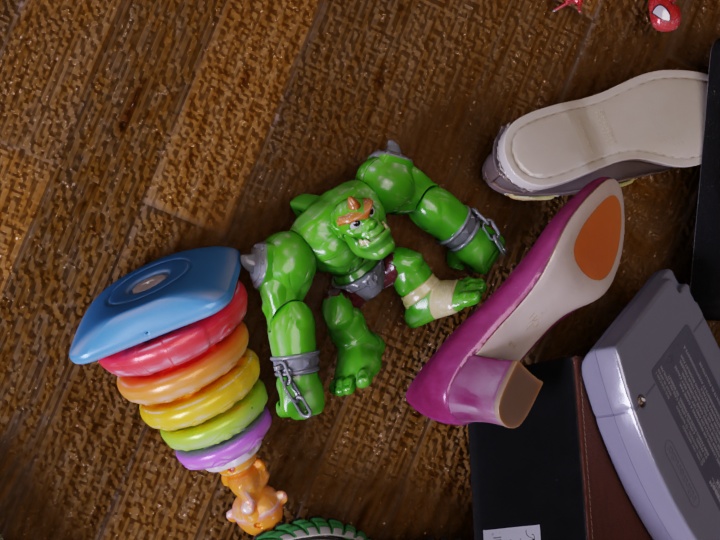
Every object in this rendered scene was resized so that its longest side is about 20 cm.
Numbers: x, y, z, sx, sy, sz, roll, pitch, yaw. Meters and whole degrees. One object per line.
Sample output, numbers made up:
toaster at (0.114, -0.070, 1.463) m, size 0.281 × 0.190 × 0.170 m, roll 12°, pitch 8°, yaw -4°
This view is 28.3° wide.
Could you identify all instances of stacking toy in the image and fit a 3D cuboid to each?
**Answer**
stacking toy at (-0.100, 0.093, 0.959) m, size 0.116 × 0.110 × 0.200 m, roll -22°, pitch 108°, yaw 7°

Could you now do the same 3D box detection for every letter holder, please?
letter holder at (0.160, 0.172, 0.984) m, size 0.142 × 0.100 × 0.201 m, roll 12°, pitch 69°, yaw -41°

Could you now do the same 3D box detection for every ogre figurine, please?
ogre figurine at (0.000, 0.000, 0.968) m, size 0.200 × 0.098 × 0.120 m, roll -34°, pitch 105°, yaw -3°

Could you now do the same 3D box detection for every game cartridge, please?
game cartridge at (0.220, 0.115, 0.968) m, size 0.133 × 0.040 × 0.200 m, roll -42°, pitch 108°, yaw -49°

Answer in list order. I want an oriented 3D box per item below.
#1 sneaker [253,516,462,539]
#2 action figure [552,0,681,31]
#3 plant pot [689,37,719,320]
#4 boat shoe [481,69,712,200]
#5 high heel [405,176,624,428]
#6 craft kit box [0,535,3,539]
sneaker at (0.003, 0.223, 0.973) m, size 0.199 × 0.085 × 0.078 m, roll 5°, pitch 118°, yaw -10°
action figure at (0.176, -0.261, 1.008) m, size 0.099 × 0.065 × 0.200 m, roll -18°, pitch 95°, yaw -18°
plant pot at (0.366, -0.056, 0.972) m, size 0.199 × 0.177 × 0.201 m, roll 4°, pitch 91°, yaw -29°
boat shoe at (0.182, -0.093, 1.017) m, size 0.200 × 0.060 × 0.072 m, roll -15°, pitch 83°, yaw -19°
high heel at (0.106, 0.018, 0.966) m, size 0.067 × 0.096 × 0.200 m, roll 40°, pitch 68°, yaw -36°
craft kit box at (-0.301, 0.267, 0.948) m, size 0.197 × 0.049 × 0.200 m, roll -35°, pitch 98°, yaw -11°
